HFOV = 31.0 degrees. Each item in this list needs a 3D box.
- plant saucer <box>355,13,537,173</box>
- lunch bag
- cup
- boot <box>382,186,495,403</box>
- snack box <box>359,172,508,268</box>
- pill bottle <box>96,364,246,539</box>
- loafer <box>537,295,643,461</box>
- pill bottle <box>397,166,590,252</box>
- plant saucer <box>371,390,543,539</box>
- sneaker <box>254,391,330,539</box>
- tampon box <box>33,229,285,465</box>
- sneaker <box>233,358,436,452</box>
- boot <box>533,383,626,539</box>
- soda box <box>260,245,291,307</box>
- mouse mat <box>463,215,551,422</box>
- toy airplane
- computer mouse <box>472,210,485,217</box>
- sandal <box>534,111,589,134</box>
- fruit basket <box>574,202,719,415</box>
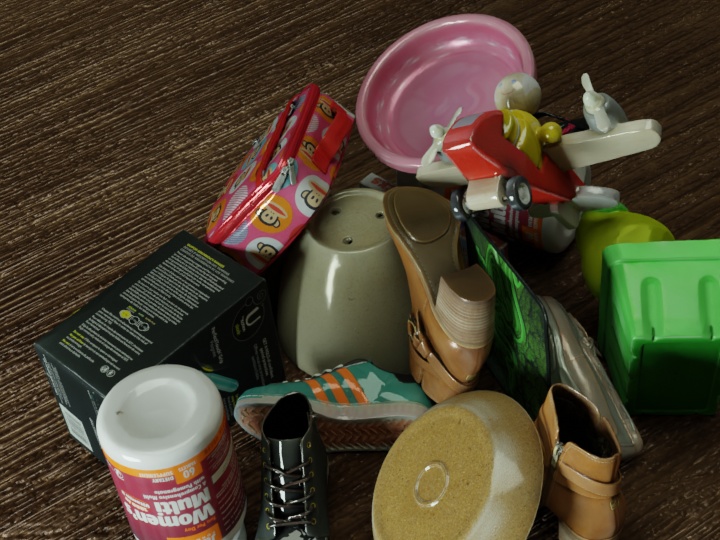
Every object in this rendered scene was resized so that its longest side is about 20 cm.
[{"bbox_3d":[0.094,-0.179,1.370,0.199,0.051,0.202,-14,53,19],"label":"plant saucer"},{"bbox_3d":[-0.074,-0.102,1.355,0.082,0.176,0.201,37,34,-15],"label":"lunch bag"},{"bbox_3d":[0.000,0.000,1.366,0.199,0.144,0.201,-5,44,5],"label":"cup"},{"bbox_3d":[0.065,0.027,1.259,0.073,0.155,0.201,-9,44,-16],"label":"boot"},{"bbox_3d":[0.080,-0.039,1.446,0.199,0.072,0.024,30,54,33],"label":"snack box"},{"bbox_3d":[-0.160,0.187,1.152,0.109,0.201,0.110,-4,43,4],"label":"pill bottle"},{"bbox_3d":[0.218,0.108,1.283,0.062,0.072,0.201,-3,49,-14],"label":"loafer"},{"bbox_3d":[0.148,-0.098,1.458,0.199,0.110,0.110,18,49,25],"label":"pill bottle"},{"bbox_3d":[0.073,0.194,1.144,0.200,0.035,0.201,-31,44,35],"label":"plant saucer"},{"bbox_3d":[-0.068,0.214,1.175,0.074,0.107,0.201,-5,48,3],"label":"sneaker"},{"bbox_3d":[-0.194,0.089,1.297,0.126,0.151,0.200,30,55,33],"label":"tampon box"},{"bbox_3d":[-0.024,0.130,1.291,0.198,0.072,0.080,4,43,1],"label":"sneaker"},{"bbox_3d":[0.162,0.159,1.164,0.076,0.156,0.200,-23,46,-18],"label":"boot"},{"bbox_3d":[-0.104,-0.040,1.478,0.063,0.069,0.201,9,47,16],"label":"soda box"},{"bbox_3d":[0.141,0.060,1.239,0.007,0.201,0.161,-20,44,-13],"label":"mouse mat"},{"bbox_3d":[0.160,-0.114,1.215,0.198,0.199,0.142,-3,83,-6],"label":"toy airplane"},{"bbox_3d":[0.136,-0.140,1.384,0.109,0.044,0.201,-23,51,13],"label":"computer mouse"},{"bbox_3d":[0.212,-0.161,1.572,0.198,0.045,0.075,-7,43,2],"label":"sandal"},{"bbox_3d":[0.288,0.017,1.261,0.154,0.217,0.216,-1,44,8],"label":"fruit basket"}]
